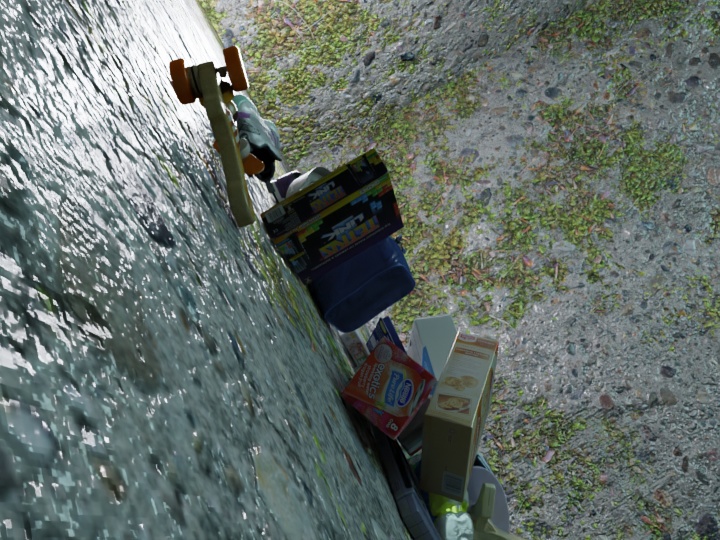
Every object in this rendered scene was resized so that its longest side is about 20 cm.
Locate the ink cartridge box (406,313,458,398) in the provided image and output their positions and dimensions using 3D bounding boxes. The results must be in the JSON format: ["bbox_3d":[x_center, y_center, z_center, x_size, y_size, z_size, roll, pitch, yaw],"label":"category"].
[{"bbox_3d":[0.147,0.209,1.213,0.202,0.082,0.147,97,-18,-50],"label":"ink cartridge box"}]

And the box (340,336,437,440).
[{"bbox_3d":[0.047,0.173,0.872,0.095,0.100,0.200,37,-7,13],"label":"box"}]

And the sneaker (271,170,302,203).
[{"bbox_3d":[-0.126,-0.131,1.322,0.203,0.086,0.076,63,0,14],"label":"sneaker"}]

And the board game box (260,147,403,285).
[{"bbox_3d":[-0.037,-0.077,0.939,0.057,0.197,0.166,59,-1,29],"label":"board game box"}]

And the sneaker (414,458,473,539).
[{"bbox_3d":[0.126,0.393,0.983,0.075,0.104,0.204,28,51,-28],"label":"sneaker"}]

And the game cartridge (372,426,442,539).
[{"bbox_3d":[0.073,0.331,0.897,0.201,0.038,0.132,-117,-176,-66],"label":"game cartridge"}]

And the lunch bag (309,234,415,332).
[{"bbox_3d":[0.000,0.000,1.110,0.134,0.198,0.136,59,3,30],"label":"lunch bag"}]

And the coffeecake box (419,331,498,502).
[{"bbox_3d":[0.155,0.220,0.932,0.201,0.071,0.157,-54,149,-52],"label":"coffeecake box"}]

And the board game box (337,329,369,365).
[{"bbox_3d":[-0.012,0.159,1.338,0.202,0.034,0.135,64,0,-38],"label":"board game box"}]

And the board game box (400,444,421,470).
[{"bbox_3d":[0.140,0.350,1.163,0.200,0.132,0.030,60,9,-85],"label":"board game box"}]

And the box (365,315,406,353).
[{"bbox_3d":[0.062,0.175,1.259,0.123,0.032,0.201,64,-16,17],"label":"box"}]

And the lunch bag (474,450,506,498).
[{"bbox_3d":[0.219,0.450,1.198,0.170,0.124,0.205,69,24,-80],"label":"lunch bag"}]

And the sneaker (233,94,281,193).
[{"bbox_3d":[-0.167,-0.190,1.008,0.142,0.077,0.200,65,9,13],"label":"sneaker"}]

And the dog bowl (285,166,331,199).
[{"bbox_3d":[-0.089,-0.111,1.263,0.199,0.058,0.205,30,55,-57],"label":"dog bowl"}]

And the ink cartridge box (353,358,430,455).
[{"bbox_3d":[0.070,0.237,1.071,0.148,0.085,0.201,53,-9,23],"label":"ink cartridge box"}]

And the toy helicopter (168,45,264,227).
[{"bbox_3d":[-0.148,-0.137,0.676,0.133,0.077,0.204,88,-13,-69],"label":"toy helicopter"}]

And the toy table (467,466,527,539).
[{"bbox_3d":[0.206,0.459,1.051,0.117,0.179,0.205,84,2,-81],"label":"toy table"}]
